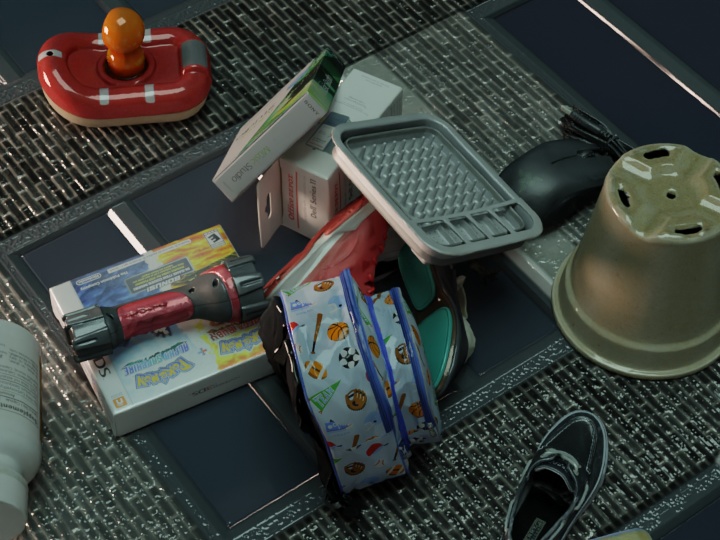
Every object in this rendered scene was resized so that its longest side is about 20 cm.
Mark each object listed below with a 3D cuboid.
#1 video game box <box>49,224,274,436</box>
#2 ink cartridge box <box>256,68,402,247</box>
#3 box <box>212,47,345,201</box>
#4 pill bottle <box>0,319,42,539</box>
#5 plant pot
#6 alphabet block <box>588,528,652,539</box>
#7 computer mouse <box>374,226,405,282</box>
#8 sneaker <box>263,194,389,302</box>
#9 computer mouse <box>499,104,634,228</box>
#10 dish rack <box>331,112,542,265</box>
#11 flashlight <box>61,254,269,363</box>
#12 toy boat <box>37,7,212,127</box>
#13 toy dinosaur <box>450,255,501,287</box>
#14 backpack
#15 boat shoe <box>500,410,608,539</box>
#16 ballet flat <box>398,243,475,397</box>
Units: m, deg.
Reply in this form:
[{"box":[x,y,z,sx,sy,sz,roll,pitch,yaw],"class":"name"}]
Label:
[{"box":[-0.197,0.058,1.655,0.200,0.047,0.182,-22,57,-18],"class":"video game box"},{"box":[-0.031,-0.111,1.748,0.067,0.117,0.200,26,56,19],"class":"ink cartridge box"},{"box":[-0.086,-0.161,1.733,0.036,0.144,0.200,44,18,-13],"class":"box"},{"box":[-0.362,0.155,1.526,0.114,0.115,0.200,-5,51,-5],"class":"pill bottle"},{"box":[0.304,-0.022,1.639,0.200,0.184,0.201,0,50,0],"class":"plant pot"},{"box":[0.174,0.361,1.317,0.196,0.196,0.200,-14,53,-9],"class":"alphabet block"},{"box":[0.048,-0.041,1.740,0.200,0.044,0.110,-25,56,-20],"class":"computer mouse"},{"box":[0.000,0.000,1.673,0.200,0.078,0.116,-43,97,-13],"class":"sneaker"},{"box":[0.227,-0.117,1.792,0.200,0.053,0.138,-32,60,-29],"class":"computer mouse"},{"box":[0.072,-0.078,1.631,0.171,0.044,0.200,-13,53,-41],"class":"dish rack"},{"box":[-0.194,0.042,1.596,0.200,0.068,0.068,-17,56,-16],"class":"flashlight"},{"box":[-0.274,-0.248,1.848,0.199,0.131,0.131,-6,50,-6],"class":"toy boat"},{"box":[0.104,-0.034,1.671,0.200,0.047,0.088,7,48,-32],"class":"toy dinosaur"},{"box":[-0.009,0.098,1.518,0.154,0.191,0.200,-25,52,2],"class":"backpack"},{"box":[0.185,0.202,1.526,0.072,0.068,0.200,24,54,18],"class":"boat shoe"},{"box":[0.087,0.051,1.650,0.073,0.073,0.200,-5,51,-5],"class":"ballet flat"}]
